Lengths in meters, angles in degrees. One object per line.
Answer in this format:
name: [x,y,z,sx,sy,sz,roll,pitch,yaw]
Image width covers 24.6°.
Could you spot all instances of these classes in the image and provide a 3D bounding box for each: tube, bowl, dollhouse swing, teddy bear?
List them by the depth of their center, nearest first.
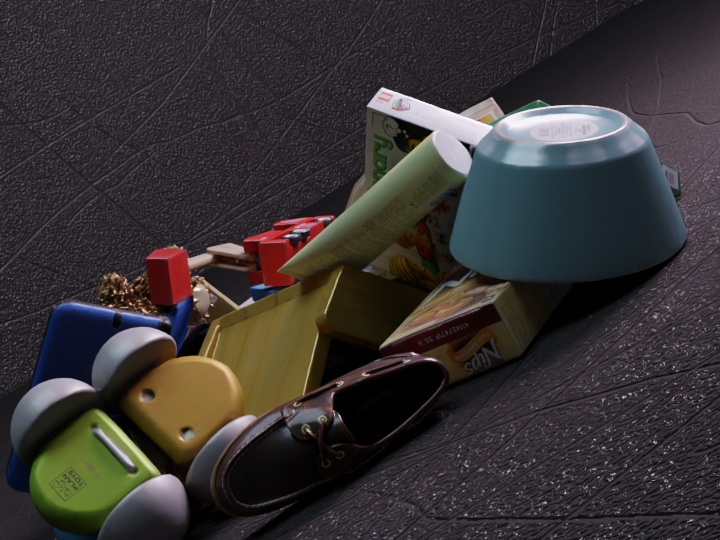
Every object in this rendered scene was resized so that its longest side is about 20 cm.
bowl: [0.170,-0.073,1.380,0.200,0.106,0.201,-6,21,2]
tube: [0.015,-0.047,1.468,0.200,0.058,0.052,-42,8,30]
dollhouse swing: [-0.045,0.113,1.535,0.181,0.177,0.200,19,-29,-38]
teddy bear: [-0.236,0.062,1.708,0.067,0.145,0.201,28,81,35]

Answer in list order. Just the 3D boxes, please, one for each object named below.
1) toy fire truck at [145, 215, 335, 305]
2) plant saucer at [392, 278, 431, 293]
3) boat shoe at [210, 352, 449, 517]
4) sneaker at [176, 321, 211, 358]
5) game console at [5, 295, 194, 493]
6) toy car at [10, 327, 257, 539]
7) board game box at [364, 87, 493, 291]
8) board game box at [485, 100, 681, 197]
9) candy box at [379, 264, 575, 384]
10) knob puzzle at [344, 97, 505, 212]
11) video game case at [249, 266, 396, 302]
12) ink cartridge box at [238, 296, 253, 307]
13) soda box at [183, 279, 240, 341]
toy fire truck: [-0.115,-0.013,1.668,0.140,0.049,0.200,-3,12,21]
plant saucer: [0.021,0.013,1.739,0.199,0.035,0.200,-14,8,2]
boat shoe: [-0.022,0.119,1.245,0.200,0.071,0.070,-32,4,-21]
sneaker: [-0.121,0.079,1.690,0.200,0.078,0.140,-42,-25,-24]
game console: [-0.256,0.117,1.641,0.170,0.201,0.118,12,15,-25]
toy car: [-0.184,0.161,1.372,0.200,0.175,0.150,-34,-26,-31]
board game box: [0.065,-0.065,1.530,0.126,0.201,0.035,21,48,20]
board game box: [0.186,-0.092,1.550,0.199,0.029,0.134,21,-29,-38]
candy box: [0.107,0.032,1.404,0.115,0.055,0.200,-23,10,29]
knob puzzle: [0.074,-0.074,1.625,0.219,0.031,0.220,-17,-29,-10]
video game case: [0.000,0.000,1.678,0.199,0.018,0.143,-18,9,-19]
ink cartridge box: [-0.081,0.053,1.932,0.147,0.076,0.200,-26,7,30]
soda box: [-0.206,0.110,1.800,0.200,0.068,0.064,-53,8,-1]
